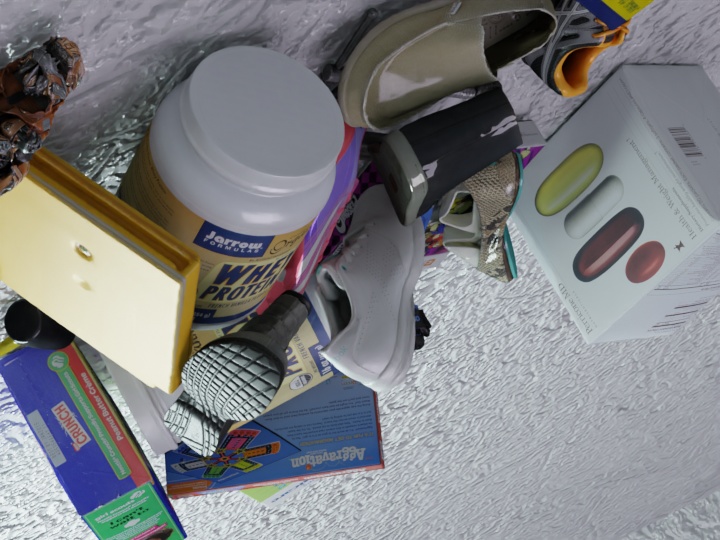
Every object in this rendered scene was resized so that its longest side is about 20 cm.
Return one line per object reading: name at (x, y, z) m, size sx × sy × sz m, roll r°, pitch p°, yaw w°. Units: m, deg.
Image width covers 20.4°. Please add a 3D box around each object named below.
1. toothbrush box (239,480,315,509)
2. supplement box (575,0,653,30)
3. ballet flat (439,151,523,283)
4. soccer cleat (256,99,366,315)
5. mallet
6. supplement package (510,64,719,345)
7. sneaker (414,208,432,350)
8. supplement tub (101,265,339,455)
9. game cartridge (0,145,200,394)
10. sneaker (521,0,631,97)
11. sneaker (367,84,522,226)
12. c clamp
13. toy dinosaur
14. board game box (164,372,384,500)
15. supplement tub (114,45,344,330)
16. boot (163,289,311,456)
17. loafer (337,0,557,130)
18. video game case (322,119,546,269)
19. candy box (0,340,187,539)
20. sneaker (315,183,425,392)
toothbrush box at (-0.115, 0.135, 1.940) m, size 0.086 × 0.146 × 0.200 m, roll -32°, pitch 158°, yaw 3°
supplement box at (0.224, -0.290, 1.487) m, size 0.200 × 0.110 × 0.109 m, roll -36°, pitch 158°, yaw 16°
ballet flat at (0.110, -0.049, 1.851) m, size 0.075 × 0.068 × 0.200 m, roll -7°, pitch 151°, yaw -1°
soccer cleat at (-0.039, -0.046, 1.631) m, size 0.076 × 0.067 × 0.200 m, roll -5°, pitch 120°, yaw -36°
mallet at (-0.328, 0.085, 1.712) m, size 0.200 × 0.041 × 0.066 m, roll -34°, pitch 161°, yaw 22°
supplement package at (0.279, -0.064, 1.946) m, size 0.147 × 0.191 × 0.200 m, roll -5°, pitch 147°, yaw -46°
sneaker at (0.033, 0.015, 1.815) m, size 0.077 × 0.111 × 0.200 m, roll -12°, pitch 151°, yaw -33°
supplement tub at (-0.119, 0.062, 1.752) m, size 0.200 × 0.145 × 0.144 m, roll -29°, pitch 159°, yaw -5°
game cartridge at (-0.200, -0.001, 1.502) m, size 0.032 × 0.176 × 0.200 m, roll -51°, pitch 169°, yaw -26°
sneaker at (0.197, -0.224, 1.644) m, size 0.078 × 0.077 × 0.200 m, roll -13°, pitch 152°, yaw -34°
sneaker at (0.071, -0.092, 1.617) m, size 0.106 × 0.075 × 0.200 m, roll -25°, pitch -179°, yaw -6°
c clamp at (0.040, -0.137, 1.652) m, size 0.200 × 0.027 × 0.171 m, roll 8°, pitch 142°, yaw -38°
toy dinosaur at (-0.261, -0.077, 1.366) m, size 0.136 × 0.102 × 0.200 m, roll -28°, pitch 144°, yaw -56°
board game box at (-0.081, 0.143, 1.812) m, size 0.200 × 0.103 × 0.019 m, roll -9°, pitch 158°, yaw 9°
supplement tub at (-0.105, -0.061, 1.519) m, size 0.144 × 0.145 × 0.200 m, roll -15°, pitch 154°, yaw -34°
boot at (-0.083, 0.059, 1.561) m, size 0.131 × 0.068 × 0.200 m, roll -52°, pitch -177°, yaw -30°
loafer at (0.071, -0.172, 1.556) m, size 0.200 × 0.068 × 0.076 m, roll -36°, pitch 134°, yaw -14°
video game case at (0.053, -0.063, 1.866) m, size 0.181 × 0.036 × 0.200 m, roll -8°, pitch 149°, yaw -43°
candy box at (-0.240, 0.165, 1.809) m, size 0.077 × 0.169 × 0.200 m, roll -30°, pitch 159°, yaw -6°
sneaker at (0.000, 0.000, 1.676) m, size 0.088 × 0.200 × 0.075 m, roll 24°, pitch 137°, yaw -28°
